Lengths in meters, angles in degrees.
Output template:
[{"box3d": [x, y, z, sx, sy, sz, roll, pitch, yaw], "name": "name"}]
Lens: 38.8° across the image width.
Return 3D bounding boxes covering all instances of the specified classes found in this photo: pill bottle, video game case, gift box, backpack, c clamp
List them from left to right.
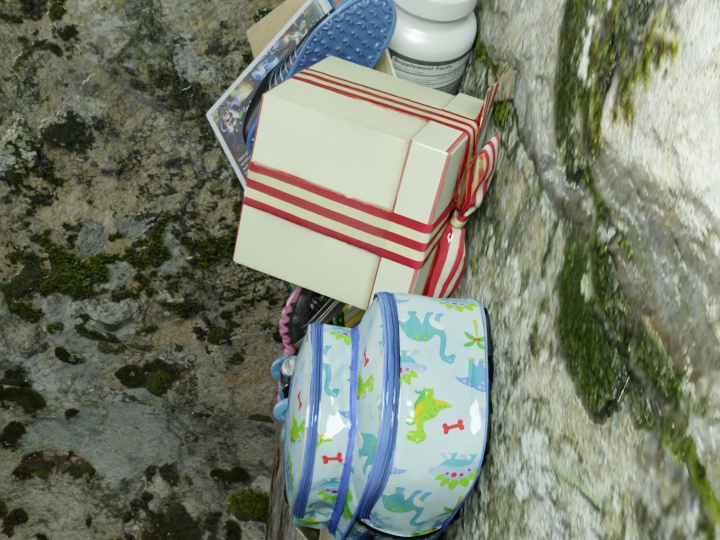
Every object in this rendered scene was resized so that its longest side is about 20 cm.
[{"box3d": [-0.063, -0.150, 1.060, 0.200, 0.023, 0.182, -40, 71, 35], "name": "video game case"}, {"box3d": [0.000, 0.000, 1.076, 0.200, 0.027, 0.171, -47, 10, 9], "name": "c clamp"}, {"box3d": [0.018, 0.115, 0.782, 0.200, 0.147, 0.183, 114, 161, -54], "name": "backpack"}, {"box3d": [0.021, -0.084, 0.899, 0.200, 0.186, 0.185, -51, -22, -55], "name": "gift box"}, {"box3d": [0.056, -0.232, 1.072, 0.200, 0.116, 0.116, 107, 170, -51], "name": "pill bottle"}]

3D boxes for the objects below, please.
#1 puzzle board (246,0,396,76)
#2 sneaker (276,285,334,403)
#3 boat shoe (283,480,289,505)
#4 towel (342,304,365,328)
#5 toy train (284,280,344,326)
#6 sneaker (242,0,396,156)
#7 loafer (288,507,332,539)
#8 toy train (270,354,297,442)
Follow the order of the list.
[{"box3d": [-0.041, -0.220, 1.074, 0.200, 0.017, 0.151, -20, 85, 49], "name": "puzzle board"}, {"box3d": [-0.045, 0.094, 1.230, 0.079, 0.095, 0.200, -52, -29, -51], "name": "sneaker"}, {"box3d": [-0.036, 0.188, 1.066, 0.076, 0.072, 0.200, -60, -1, -33], "name": "boat shoe"}, {"box3d": [0.024, 0.104, 0.997, 0.086, 0.018, 0.200, -37, 49, 39], "name": "towel"}, {"box3d": [-0.035, 0.081, 1.295, 0.200, 0.056, 0.042, 63, 170, 6], "name": "toy train"}, {"box3d": [-0.047, -0.194, 0.986, 0.200, 0.070, 0.078, -46, 30, 15], "name": "sneaker"}, {"box3d": [-0.004, 0.245, 0.909, 0.200, 0.068, 0.076, 12, 94, 60], "name": "loafer"}, {"box3d": [-0.036, 0.160, 1.175, 0.200, 0.114, 0.087, 81, 180, -48], "name": "toy train"}]
